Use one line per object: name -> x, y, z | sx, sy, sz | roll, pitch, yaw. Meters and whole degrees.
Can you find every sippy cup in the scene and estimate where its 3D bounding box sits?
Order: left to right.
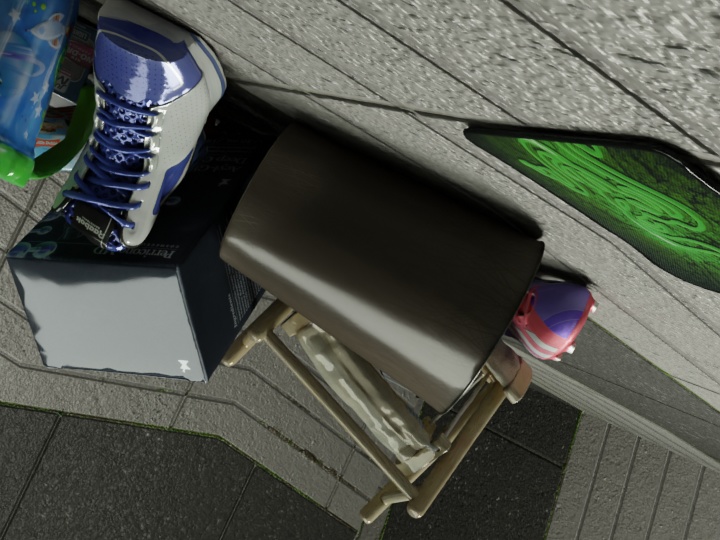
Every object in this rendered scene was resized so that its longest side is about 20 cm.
sippy cup -> -0.248, -0.141, 0.710 | 0.138, 0.132, 0.178 | 26, 176, 7

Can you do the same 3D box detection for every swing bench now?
swing bench -> 0.024, 0.069, 0.939 | 0.199, 0.200, 0.130 | 47, 156, -3

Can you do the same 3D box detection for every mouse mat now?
mouse mat -> 0.159, -0.019, 0.549 | 0.199, 0.008, 0.160 | 30, 175, -28

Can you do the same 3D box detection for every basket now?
basket -> 0.009, -0.007, 0.806 | 0.198, 0.137, 0.181 | 30, 159, 2

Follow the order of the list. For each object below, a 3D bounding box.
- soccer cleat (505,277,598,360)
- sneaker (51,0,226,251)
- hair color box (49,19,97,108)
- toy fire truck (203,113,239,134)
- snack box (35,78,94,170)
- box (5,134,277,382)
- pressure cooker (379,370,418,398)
soccer cleat -> 0.138, 0.028, 0.942 | 0.076, 0.067, 0.200 | 31, 179, -7
sneaker -> -0.150, -0.078, 0.741 | 0.080, 0.116, 0.200 | 25, 157, 2
hair color box -> -0.276, -0.180, 0.901 | 0.099, 0.061, 0.200 | 24, 178, -23
toy fire truck -> -0.122, -0.086, 1.035 | 0.198, 0.049, 0.141 | 32, 167, -4
snack box -> -0.286, -0.144, 1.053 | 0.115, 0.038, 0.200 | -1, -154, -33
box -> -0.157, -0.018, 0.889 | 0.146, 0.201, 0.108 | 3, 125, 19
pressure cooker -> 0.176, 0.285, 3.353 | 0.198, 0.180, 0.176 | 24, 173, 34
